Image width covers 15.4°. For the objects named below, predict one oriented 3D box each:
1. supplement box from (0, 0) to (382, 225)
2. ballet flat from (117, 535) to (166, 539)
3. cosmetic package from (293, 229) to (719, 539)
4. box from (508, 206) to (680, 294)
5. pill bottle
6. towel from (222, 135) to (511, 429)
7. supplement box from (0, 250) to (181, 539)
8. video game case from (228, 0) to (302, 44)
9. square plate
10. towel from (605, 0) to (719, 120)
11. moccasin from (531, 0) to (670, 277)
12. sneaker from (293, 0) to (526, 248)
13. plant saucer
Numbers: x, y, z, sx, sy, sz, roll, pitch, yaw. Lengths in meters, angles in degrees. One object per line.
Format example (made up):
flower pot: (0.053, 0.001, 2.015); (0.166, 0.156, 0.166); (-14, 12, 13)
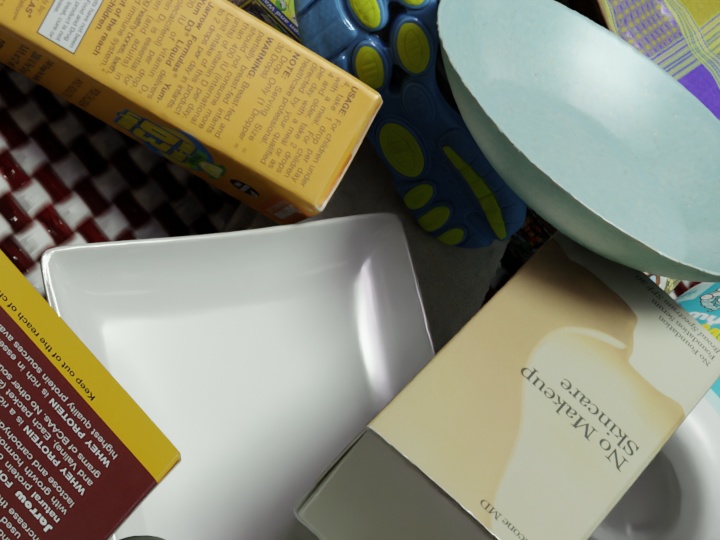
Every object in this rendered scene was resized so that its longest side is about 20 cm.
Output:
supplement box: (-0.094, -0.096, 1.194); (0.200, 0.067, 0.069); (28, 78, -10)
ballet flat: (-0.126, 0.167, 0.997); (0.068, 0.068, 0.200); (42, 48, -9)
cosmetic package: (0.071, 0.070, 1.163); (0.105, 0.071, 0.200); (41, 41, 4)
box: (0.139, -0.058, 1.464); (0.137, 0.038, 0.200); (51, 39, -4)
pill bottle: (0.177, 0.070, 1.353); (0.111, 0.111, 0.200); (56, 39, 3)
towel: (0.000, 0.000, 1.289); (0.133, 0.034, 0.200); (44, 39, -14)
supplement box: (-0.211, 0.074, 0.947); (0.197, 0.133, 0.200); (49, 39, -7)
video game case: (-0.067, -0.161, 1.320); (0.200, 0.026, 0.181); (44, 39, 2)
square plate: (-0.040, 0.080, 1.161); (0.199, 0.028, 0.199); (-7, 79, -39)
towel: (0.192, -0.113, 1.508); (0.144, 0.023, 0.200); (57, 36, 3)
moccasin: (0.112, -0.088, 1.342); (0.073, 0.078, 0.202); (-21, 101, -27)
sneaker: (0.025, -0.101, 1.284); (0.083, 0.071, 0.200); (-83, 150, -51)
plant saucer: (0.108, -0.054, 1.231); (0.201, 0.039, 0.201); (30, 28, -18)
